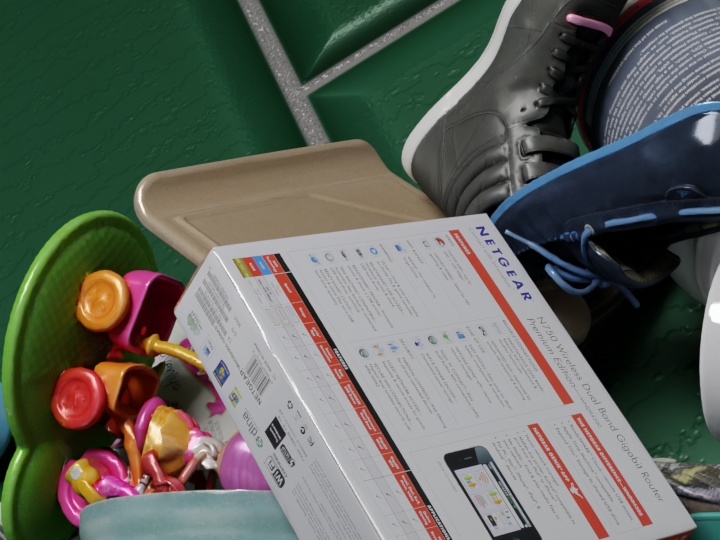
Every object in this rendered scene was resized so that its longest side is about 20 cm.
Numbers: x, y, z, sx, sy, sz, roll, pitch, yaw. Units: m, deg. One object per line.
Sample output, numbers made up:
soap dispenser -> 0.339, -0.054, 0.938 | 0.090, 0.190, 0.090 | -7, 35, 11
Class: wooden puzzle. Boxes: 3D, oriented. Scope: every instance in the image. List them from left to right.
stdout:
wooden puzzle -> 0.000, 0.000, 1.068 | 0.184, 0.038, 0.200 | -13, 41, -41

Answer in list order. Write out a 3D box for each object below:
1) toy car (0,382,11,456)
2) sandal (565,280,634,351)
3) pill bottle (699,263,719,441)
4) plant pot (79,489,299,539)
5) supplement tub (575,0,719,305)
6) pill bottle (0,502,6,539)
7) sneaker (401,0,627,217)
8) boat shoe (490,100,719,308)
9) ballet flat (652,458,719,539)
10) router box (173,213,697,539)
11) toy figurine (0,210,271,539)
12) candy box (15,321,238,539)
toy car -> -0.346, 0.155, 1.260 | 0.176, 0.183, 0.202 | -3, 78, 45
sandal -> 0.095, 0.044, 1.110 | 0.081, 0.055, 0.201 | 23, 65, 31
pill bottle -> 0.267, 0.043, 0.914 | 0.198, 0.115, 0.115 | 5, 51, 27
plant pot -> -0.044, 0.191, 0.967 | 0.199, 0.200, 0.136 | -7, 72, 31
supplement tub -> 0.209, -0.064, 1.072 | 0.140, 0.141, 0.201 | -30, 37, 5
pill bottle -> -0.285, 0.218, 1.157 | 0.111, 0.112, 0.201 | 10, 55, 42
sneaker -> 0.107, -0.092, 1.065 | 0.200, 0.070, 0.100 | -52, 47, 26
boat shoe -> 0.128, -0.022, 0.979 | 0.200, 0.083, 0.069 | -34, 65, 58
ballet flat -> 0.162, 0.124, 0.979 | 0.199, 0.072, 0.072 | 1, 50, 37
router box -> 0.035, 0.070, 0.915 | 0.201, 0.178, 0.049 | 58, 134, 27
toy figurine -> -0.086, 0.081, 1.075 | 0.183, 0.150, 0.202 | 12, 83, 26
candy box -> -0.111, 0.098, 1.199 | 0.199, 0.061, 0.137 | -29, 39, 6
